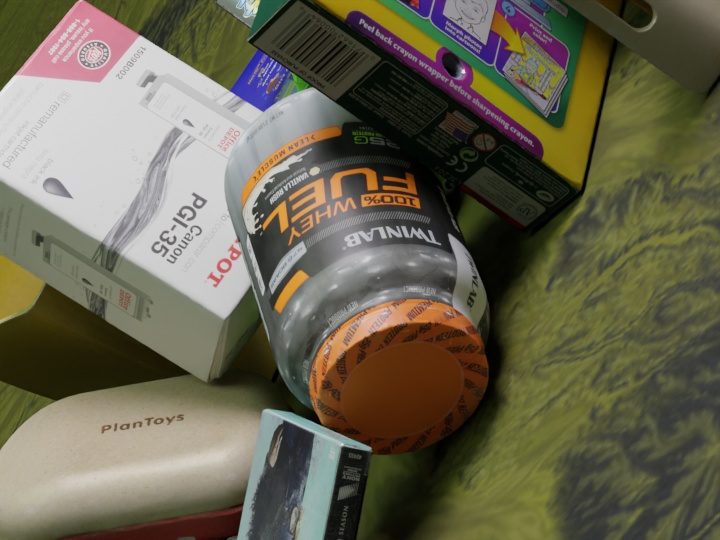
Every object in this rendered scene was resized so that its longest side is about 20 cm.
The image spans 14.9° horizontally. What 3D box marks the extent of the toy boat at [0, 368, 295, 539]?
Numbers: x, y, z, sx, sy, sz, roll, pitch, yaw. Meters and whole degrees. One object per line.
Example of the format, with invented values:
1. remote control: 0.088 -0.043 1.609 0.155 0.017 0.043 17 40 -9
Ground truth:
1. toy boat: -0.127 0.147 1.677 0.199 0.131 0.131 -10 30 6

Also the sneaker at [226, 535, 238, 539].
1. sneaker: -0.120 0.232 1.556 0.201 0.088 0.077 -63 18 -19

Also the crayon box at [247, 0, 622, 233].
1. crayon box: 0.047 -0.145 1.560 0.058 0.200 0.173 -39 25 41

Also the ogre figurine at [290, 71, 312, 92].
1. ogre figurine: 0.022 -0.166 1.678 0.200 0.120 0.098 -39 43 9

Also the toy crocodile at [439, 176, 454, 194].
1. toy crocodile: 0.012 -0.011 1.681 0.201 0.062 0.067 -60 17 -24

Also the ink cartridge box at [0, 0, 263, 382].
1. ink cartridge box: -0.131 -0.050 1.681 0.147 0.199 0.083 -54 -9 -32

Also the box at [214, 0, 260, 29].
1. box: 0.005 -0.169 1.793 0.200 0.035 0.110 39 97 32

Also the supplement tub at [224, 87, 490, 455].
1. supplement tub: 0.000 0.000 1.527 0.123 0.122 0.200 -49 37 24

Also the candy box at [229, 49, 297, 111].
1. candy box: -0.006 -0.152 1.923 0.170 0.077 0.200 -56 19 6

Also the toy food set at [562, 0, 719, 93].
1. toy food set: 0.127 -0.181 1.502 0.060 0.143 0.200 -49 20 23

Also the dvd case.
1. dvd case: -0.042 0.180 1.439 0.146 0.022 0.201 -164 84 -72

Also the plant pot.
1. plant pot: -0.137 0.002 1.851 0.200 0.176 0.201 -23 38 62
